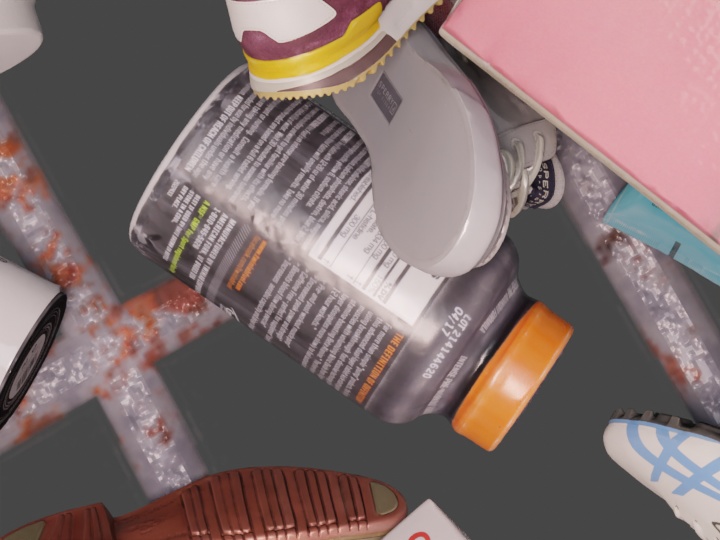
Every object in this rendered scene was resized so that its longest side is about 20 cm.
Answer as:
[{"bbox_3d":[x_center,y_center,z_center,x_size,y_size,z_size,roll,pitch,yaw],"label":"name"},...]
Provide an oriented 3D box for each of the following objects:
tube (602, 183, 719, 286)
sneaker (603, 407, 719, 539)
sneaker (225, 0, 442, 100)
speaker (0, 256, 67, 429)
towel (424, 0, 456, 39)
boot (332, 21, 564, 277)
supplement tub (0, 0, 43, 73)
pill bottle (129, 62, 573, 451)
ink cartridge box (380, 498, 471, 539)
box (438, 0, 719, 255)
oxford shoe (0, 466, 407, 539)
[{"bbox_3d":[0.196,-0.093,1.189,0.077,0.050,0.201,28,94,12],"label":"tube"},{"bbox_3d":[0.185,0.122,1.132,0.200,0.072,0.073,30,93,35],"label":"sneaker"},{"bbox_3d":[0.002,-0.159,1.105,0.075,0.200,0.090,0,125,26],"label":"sneaker"},{"bbox_3d":[-0.244,-0.002,1.179,0.199,0.081,0.081,28,88,2],"label":"speaker"},{"bbox_3d":[0.080,-0.184,1.208,0.200,0.023,0.144,-41,87,-1],"label":"towel"},{"bbox_3d":[0.054,-0.051,1.098,0.095,0.200,0.074,22,115,-24],"label":"boot"},{"bbox_3d":[-0.239,-0.182,1.164,0.131,0.132,0.201,-18,86,1],"label":"supplement tub"},{"bbox_3d":[0.000,0.000,1.159,0.200,0.106,0.106,35,89,3],"label":"pill bottle"},{"bbox_3d":[0.009,0.222,1.118,0.200,0.146,0.084,-42,131,-3],"label":"ink cartridge box"},{"bbox_3d":[0.151,-0.089,1.114,0.200,0.128,0.109,38,101,6],"label":"box"},{"bbox_3d":[-0.073,0.144,1.183,0.199,0.071,0.074,-10,112,1],"label":"oxford shoe"}]
